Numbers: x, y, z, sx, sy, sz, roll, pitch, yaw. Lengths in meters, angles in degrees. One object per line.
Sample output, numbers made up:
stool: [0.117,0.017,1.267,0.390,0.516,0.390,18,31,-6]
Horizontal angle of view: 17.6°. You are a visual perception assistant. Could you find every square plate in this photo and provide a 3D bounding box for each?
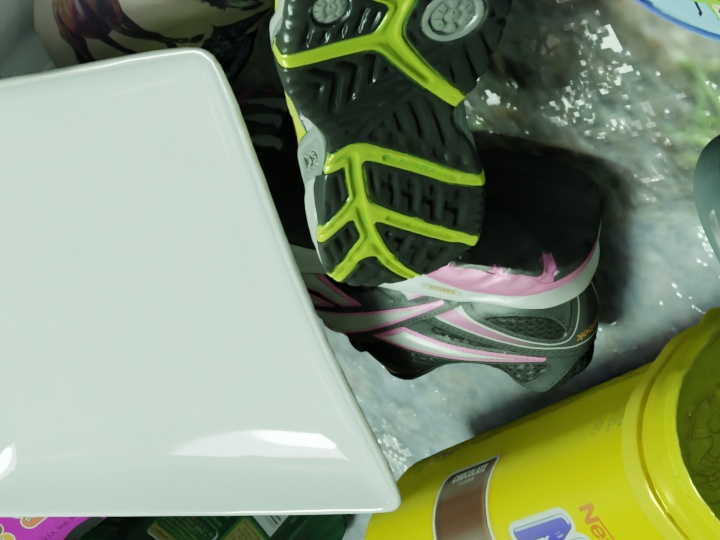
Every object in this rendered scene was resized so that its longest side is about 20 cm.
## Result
square plate: [-0.099,0.008,0.837,0.199,0.029,0.199,-4,125,28]

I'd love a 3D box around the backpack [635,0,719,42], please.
backpack: [0.100,-0.138,0.589,0.182,0.135,0.201,8,131,40]

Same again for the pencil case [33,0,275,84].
pencil case: [-0.034,-0.128,0.770,0.200,0.089,0.078,-40,65,52]

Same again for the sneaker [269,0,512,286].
sneaker: [0.001,-0.079,0.712,0.201,0.075,0.077,97,159,-53]

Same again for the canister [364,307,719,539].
canister: [0.106,0.108,0.837,0.149,0.087,0.200,48,145,-9]

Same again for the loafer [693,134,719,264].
loafer: [0.179,0.035,0.721,0.063,0.072,0.201,-28,100,45]

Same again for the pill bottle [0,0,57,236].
pill bottle: [-0.170,-0.097,0.893,0.200,0.112,0.113,38,142,14]

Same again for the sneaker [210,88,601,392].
sneaker: [0.000,0.000,0.851,0.199,0.080,0.087,19,140,35]

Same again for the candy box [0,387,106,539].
candy box: [-0.207,0.054,0.937,0.136,0.061,0.200,-37,119,11]

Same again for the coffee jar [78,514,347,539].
coffee jar: [-0.099,0.150,0.976,0.085,0.200,0.104,48,143,-3]
